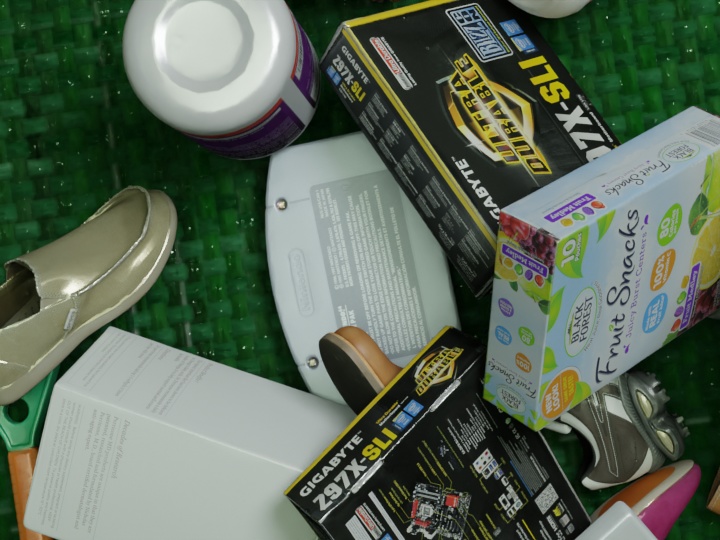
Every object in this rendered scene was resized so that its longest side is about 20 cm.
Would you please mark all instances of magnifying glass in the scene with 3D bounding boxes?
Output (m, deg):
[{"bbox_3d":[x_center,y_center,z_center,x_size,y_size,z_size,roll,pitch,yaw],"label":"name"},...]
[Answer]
[{"bbox_3d":[-0.256,0.113,1.102,0.079,0.022,0.202,-9,86,3],"label":"magnifying glass"}]

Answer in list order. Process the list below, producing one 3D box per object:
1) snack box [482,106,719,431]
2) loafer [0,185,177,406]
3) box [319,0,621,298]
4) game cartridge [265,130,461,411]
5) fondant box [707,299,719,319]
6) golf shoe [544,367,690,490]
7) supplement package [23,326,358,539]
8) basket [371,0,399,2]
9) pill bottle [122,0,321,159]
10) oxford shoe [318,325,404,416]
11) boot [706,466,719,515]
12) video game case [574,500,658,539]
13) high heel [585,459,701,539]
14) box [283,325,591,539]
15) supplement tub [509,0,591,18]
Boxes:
[{"bbox_3d":[0.165,-0.004,0.936,0.053,0.199,0.143,30,133,37],"label":"snack box"},{"bbox_3d":[-0.214,0.009,1.055,0.200,0.068,0.075,-48,45,-12],"label":"loafer"},{"bbox_3d":[0.089,-0.095,1.004,0.159,0.049,0.201,-20,69,-39],"label":"box"},{"bbox_3d":[0.000,0.000,1.080,0.132,0.040,0.202,-11,87,0],"label":"game cartridge"},{"bbox_3d":[0.321,0.014,0.974,0.143,0.200,0.059,9,89,4],"label":"fondant box"},{"bbox_3d":[0.148,0.064,1.047,0.094,0.078,0.201,-32,85,3],"label":"golf shoe"},{"bbox_3d":[-0.114,0.139,1.027,0.199,0.117,0.118,18,110,5],"label":"supplement package"},{"bbox_3d":[-0.005,-0.281,1.006,0.142,0.200,0.150,13,87,1],"label":"basket"},{"bbox_3d":[-0.088,-0.138,1.006,0.111,0.200,0.113,0,87,5],"label":"pill bottle"},{"bbox_3d":[0.041,0.092,1.025,0.071,0.071,0.200,-51,128,-12],"label":"oxford shoe"},{"bbox_3d":[0.318,0.193,1.035,0.154,0.074,0.201,17,77,3],"label":"boot"},{"bbox_3d":[0.170,0.282,1.019,0.182,0.024,0.200,-42,116,1],"label":"video game case"},{"bbox_3d":[0.187,0.229,1.045,0.200,0.067,0.096,-44,94,-2],"label":"high heel"},{"bbox_3d":[0.059,0.161,0.986,0.160,0.049,0.200,-44,128,-14],"label":"box"},{"bbox_3d":[0.170,-0.280,1.006,0.200,0.140,0.141,-37,86,-16],"label":"supplement tub"}]
